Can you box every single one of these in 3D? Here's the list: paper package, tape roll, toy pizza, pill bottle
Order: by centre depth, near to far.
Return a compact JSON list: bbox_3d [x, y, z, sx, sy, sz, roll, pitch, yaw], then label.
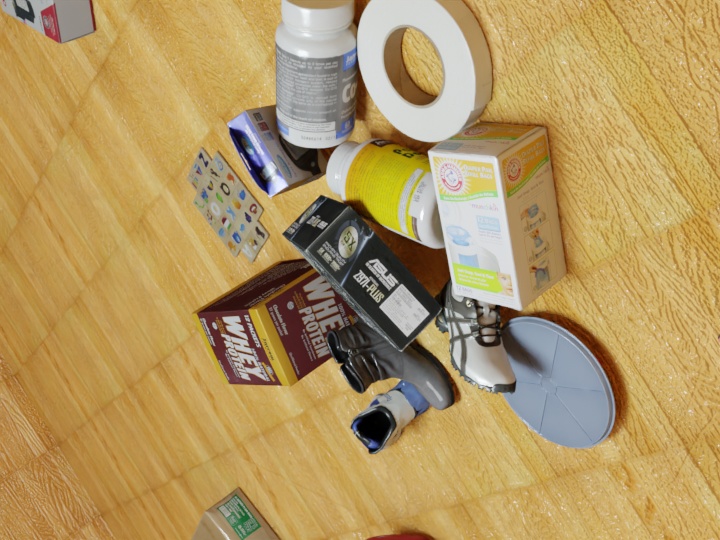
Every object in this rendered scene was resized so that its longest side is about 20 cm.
[{"bbox_3d":[0.078,-0.261,1.278,0.202,0.037,0.204,30,135,35],"label":"tape roll"},{"bbox_3d":[0.049,-0.110,1.360,0.199,0.109,0.110,26,133,38],"label":"pill bottle"},{"bbox_3d":[0.260,0.147,1.362,0.199,0.032,0.202,31,138,33],"label":"toy pizza"},{"bbox_3d":[-0.059,-0.277,1.365,0.113,0.113,0.201,33,138,31],"label":"pill bottle"},{"bbox_3d":[-0.271,0.624,2.295,0.200,0.103,0.191,48,142,16],"label":"paper package"}]

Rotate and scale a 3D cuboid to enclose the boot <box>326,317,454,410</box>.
[{"bbox_3d":[0.042,0.155,1.545,0.200,0.131,0.070,50,143,12],"label":"boot"}]

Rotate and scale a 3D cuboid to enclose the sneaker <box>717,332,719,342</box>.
[{"bbox_3d":[0.451,0.031,1.030,0.086,0.074,0.201,35,145,8],"label":"sneaker"}]

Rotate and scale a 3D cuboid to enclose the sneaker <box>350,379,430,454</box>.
[{"bbox_3d":[0.024,0.249,1.649,0.081,0.115,0.200,52,146,11],"label":"sneaker"}]

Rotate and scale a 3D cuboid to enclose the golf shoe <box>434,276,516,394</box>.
[{"bbox_3d":[0.156,0.076,1.355,0.201,0.077,0.095,60,141,43],"label":"golf shoe"}]

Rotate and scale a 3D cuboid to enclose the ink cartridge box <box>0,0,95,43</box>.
[{"bbox_3d":[-0.579,-0.518,1.843,0.199,0.083,0.147,31,137,33],"label":"ink cartridge box"}]

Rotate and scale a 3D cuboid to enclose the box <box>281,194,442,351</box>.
[{"bbox_3d":[0.000,0.000,1.422,0.200,0.086,0.164,47,175,-17],"label":"box"}]

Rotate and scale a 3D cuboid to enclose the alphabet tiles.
[{"bbox_3d":[-0.236,-0.114,1.792,0.201,0.006,0.167,52,144,10],"label":"alphabet tiles"}]

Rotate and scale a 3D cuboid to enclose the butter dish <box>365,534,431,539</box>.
[{"bbox_3d":[0.067,0.533,1.794,0.197,0.148,0.202,1,123,4],"label":"butter dish"}]

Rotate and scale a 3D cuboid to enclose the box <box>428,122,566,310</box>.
[{"bbox_3d":[0.170,-0.070,1.250,0.112,0.101,0.202,14,125,44],"label":"box"}]

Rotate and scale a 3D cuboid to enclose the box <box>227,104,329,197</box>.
[{"bbox_3d":[-0.113,-0.174,1.443,0.041,0.200,0.120,-30,92,22],"label":"box"}]

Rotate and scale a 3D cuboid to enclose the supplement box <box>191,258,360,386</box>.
[{"bbox_3d":[-0.124,0.080,1.634,0.199,0.197,0.134,-6,111,51],"label":"supplement box"}]
